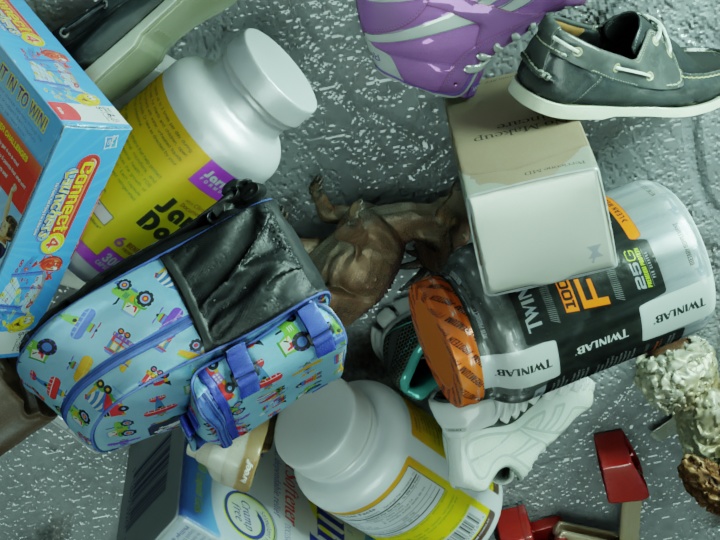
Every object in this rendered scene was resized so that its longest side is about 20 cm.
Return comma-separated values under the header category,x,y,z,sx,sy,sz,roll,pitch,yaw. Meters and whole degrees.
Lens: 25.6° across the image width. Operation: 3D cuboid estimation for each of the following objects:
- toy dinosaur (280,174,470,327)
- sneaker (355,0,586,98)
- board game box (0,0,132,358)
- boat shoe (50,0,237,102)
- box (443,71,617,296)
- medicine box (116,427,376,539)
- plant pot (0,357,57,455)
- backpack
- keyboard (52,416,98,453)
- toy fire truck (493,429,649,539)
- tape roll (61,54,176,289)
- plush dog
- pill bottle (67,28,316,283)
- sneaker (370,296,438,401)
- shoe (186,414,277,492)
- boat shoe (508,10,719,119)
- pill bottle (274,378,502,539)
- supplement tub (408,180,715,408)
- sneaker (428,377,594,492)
category,x,y,z,sx,sy,sz,roll,pitch,yaw
toy dinosaur,0.000,0.000,1.225,0.200,0.086,0.136,-38,123,25
sneaker,0.101,-0.182,1.128,0.200,0.073,0.114,-4,126,12
board game box,-0.263,-0.076,1.096,0.056,0.200,0.196,-1,130,-46
boat shoe,-0.134,-0.199,1.100,0.199,0.075,0.066,-42,77,6
box,0.115,-0.068,1.114,0.095,0.200,0.078,-13,116,3
medicine box,-0.089,0.216,1.289,0.200,0.182,0.103,33,115,-21
plant pot,-0.349,0.095,1.208,0.198,0.200,0.200,-30,119,5
backpack,-0.124,0.054,1.074,0.200,0.183,0.135,-29,78,-14
keyboard,-0.177,0.074,1.298,0.056,0.011,0.200,36,113,-22
toy fire truck,0.193,0.244,1.400,0.141,0.049,0.200,-15,121,6
tape roll,-0.192,-0.076,1.191,0.203,0.037,0.203,-1,121,-2
plush dog,0.324,0.149,1.276,0.200,0.172,0.161,-1,122,-3
pill bottle,-0.128,-0.079,1.110,0.200,0.104,0.104,-38,116,19
sneaker,0.101,0.039,1.245,0.200,0.091,0.078,-34,118,16
shoe,-0.093,0.114,1.226,0.053,0.200,0.070,13,101,1
boat shoe,0.197,-0.147,1.115,0.200,0.072,0.068,-5,121,-34
pill bottle,0.021,0.158,1.273,0.109,0.109,0.200,-35,136,17
supplement tub,0.144,0.020,1.153,0.200,0.123,0.123,-21,122,-11
sneaker,0.122,0.123,1.254,0.075,0.200,0.081,-4,93,38
